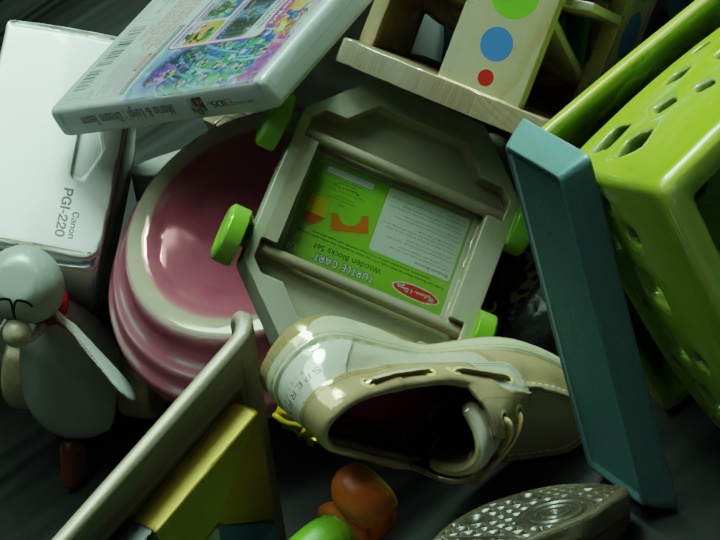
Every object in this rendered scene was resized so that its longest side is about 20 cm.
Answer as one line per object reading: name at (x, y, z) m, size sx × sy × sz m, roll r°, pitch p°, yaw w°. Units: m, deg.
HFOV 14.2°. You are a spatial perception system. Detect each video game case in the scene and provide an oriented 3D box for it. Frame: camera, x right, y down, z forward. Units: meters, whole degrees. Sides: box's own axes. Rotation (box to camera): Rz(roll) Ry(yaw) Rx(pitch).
video game case at (-0.056, -0.150, 1.603) m, size 0.182 × 0.024 × 0.200 m, roll -4°, pitch 38°, yaw 46°

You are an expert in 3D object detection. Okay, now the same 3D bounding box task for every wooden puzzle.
wooden puzzle at (-0.089, 0.147, 1.428) m, size 0.037 × 0.185 × 0.200 m, roll 19°, pitch 52°, yaw 22°

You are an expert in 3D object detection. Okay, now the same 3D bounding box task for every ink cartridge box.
ink cartridge box at (-0.185, -0.042, 1.728) m, size 0.085 × 0.200 × 0.146 m, roll 11°, pitch 70°, yaw -4°

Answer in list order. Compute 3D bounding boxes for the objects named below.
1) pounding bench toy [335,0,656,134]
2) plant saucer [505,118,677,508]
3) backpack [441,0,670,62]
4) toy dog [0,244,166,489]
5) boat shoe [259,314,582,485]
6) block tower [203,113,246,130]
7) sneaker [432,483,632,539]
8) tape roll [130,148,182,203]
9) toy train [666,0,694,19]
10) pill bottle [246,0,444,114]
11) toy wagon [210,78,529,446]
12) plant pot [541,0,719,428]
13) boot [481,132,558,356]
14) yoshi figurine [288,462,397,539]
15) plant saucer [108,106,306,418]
pounding bench toy at (0.103, -0.157, 1.576) m, size 0.124 × 0.200 × 0.156 m, roll 24°, pitch 98°, yaw 21°
plant saucer at (0.111, 0.025, 1.412) m, size 0.019 × 0.200 × 0.070 m, roll -24°, pitch 27°, yaw -17°
backpack at (0.090, -0.189, 1.787) m, size 0.147 × 0.183 × 0.200 m, roll -33°, pitch 24°, yaw -9°
toy dog at (-0.179, 0.061, 1.649) m, size 0.132 × 0.200 × 0.096 m, roll -6°, pitch 68°, yaw 30°
boat shoe at (0.043, 0.076, 1.448) m, size 0.074 × 0.200 × 0.069 m, roll -61°, pitch 40°, yaw 27°
block tower at (-0.014, -0.137, 1.923) m, size 0.200 × 0.058 × 0.054 m, roll -37°, pitch 31°, yaw -18°
sneaker at (0.063, 0.164, 1.381) m, size 0.070 × 0.076 × 0.200 m, roll 1°, pitch 19°, yaw 42°
tape roll at (-0.040, -0.064, 1.765) m, size 0.202 × 0.037 × 0.203 m, roll -11°, pitch 9°, yaw 2°
toy train at (0.177, -0.066, 1.562) m, size 0.085 × 0.116 × 0.200 m, roll 12°, pitch 40°, yaw 7°
pill bottle at (-0.031, -0.142, 1.759) m, size 0.113 × 0.113 × 0.200 m, roll -35°, pitch 13°, yaw -11°
toy wagon at (0.000, 0.000, 1.515) m, size 0.040 × 0.155 × 0.200 m, roll 134°, pitch 158°, yaw -72°
plant pot at (0.207, -0.033, 1.436) m, size 0.199 × 0.200 × 0.181 m, roll -40°, pitch 25°, yaw -18°
boot at (0.044, 0.009, 1.629) m, size 0.150 × 0.073 × 0.200 m, roll -27°, pitch 37°, yaw 3°
yoshi figurine at (-0.043, 0.187, 1.392) m, size 0.200 × 0.112 × 0.112 m, roll -41°, pitch 38°, yaw -16°
plant saucer at (-0.052, -0.014, 1.595) m, size 0.200 × 0.051 × 0.201 m, roll -12°, pitch 54°, yaw 17°
